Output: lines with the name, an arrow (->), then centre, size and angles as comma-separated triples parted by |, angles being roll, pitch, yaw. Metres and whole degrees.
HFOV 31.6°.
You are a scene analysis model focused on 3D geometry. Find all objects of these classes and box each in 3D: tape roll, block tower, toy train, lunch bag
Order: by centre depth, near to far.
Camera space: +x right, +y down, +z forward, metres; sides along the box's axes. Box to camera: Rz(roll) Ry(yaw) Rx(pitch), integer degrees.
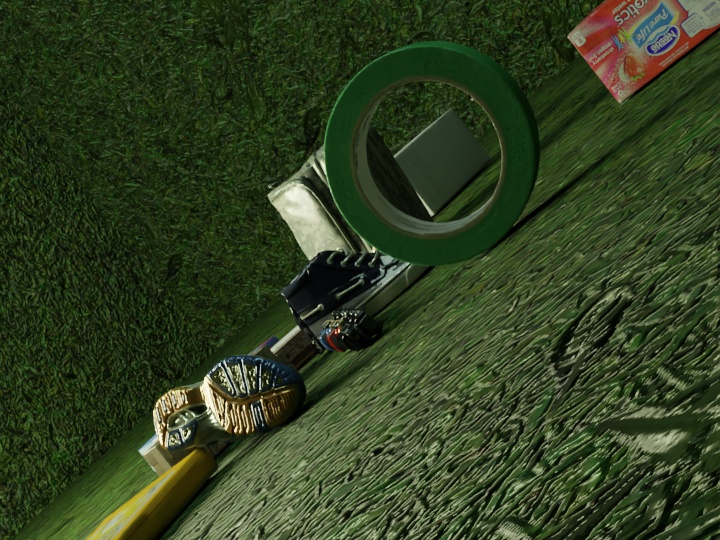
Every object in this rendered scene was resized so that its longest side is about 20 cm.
tape roll -> 0.066, -0.107, 1.177 | 0.200, 0.201, 0.048 | -38, 2, 20
toy train -> -0.013, 0.063, 1.305 | 0.046, 0.034, 0.200 | -53, 6, -7
block tower -> -0.155, 0.161, 1.404 | 0.200, 0.054, 0.058 | -42, 4, -41
lunch bag -> -0.015, -0.074, 1.745 | 0.167, 0.201, 0.139 | -34, 2, 23

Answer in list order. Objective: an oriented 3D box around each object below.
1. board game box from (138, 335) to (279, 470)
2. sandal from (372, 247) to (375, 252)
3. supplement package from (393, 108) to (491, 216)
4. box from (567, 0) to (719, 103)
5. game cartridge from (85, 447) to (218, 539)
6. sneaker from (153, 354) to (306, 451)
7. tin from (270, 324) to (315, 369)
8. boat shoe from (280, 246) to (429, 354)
board game box -> -0.197, 0.180, 1.701 | 0.199, 0.043, 0.200 | -43, 2, -23
sandal -> 0.033, -0.023, 1.569 | 0.078, 0.070, 0.211 | -42, 4, -36
supplement package -> 0.110, -0.164, 2.167 | 0.200, 0.118, 0.117 | -43, 4, -41
box -> 0.338, -0.290, 1.397 | 0.199, 0.100, 0.095 | -38, 3, 33
game cartridge -> -0.237, 0.261, 1.193 | 0.176, 0.033, 0.200 | -39, 2, 31
sneaker -> -0.113, 0.125, 1.234 | 0.198, 0.077, 0.087 | -17, -12, 42
tin -> -0.080, 0.096, 1.583 | 0.199, 0.042, 0.112 | -41, -1, -10
boat shoe -> 0.000, 0.000, 1.436 | 0.199, 0.093, 0.075 | -40, 3, 5
